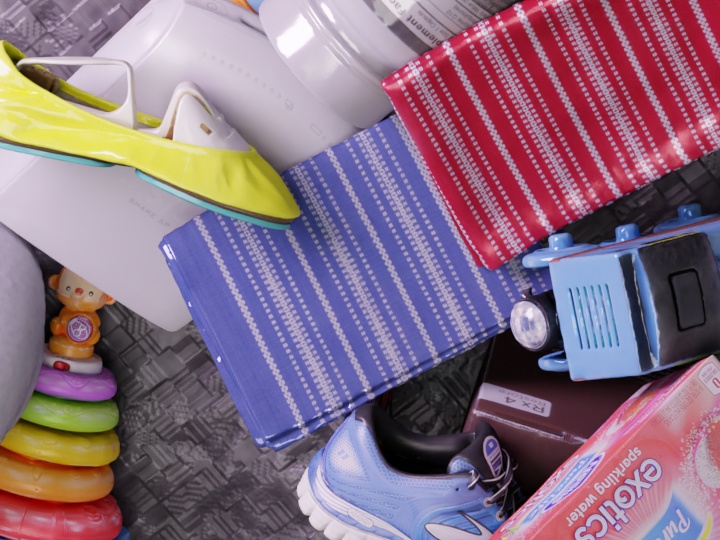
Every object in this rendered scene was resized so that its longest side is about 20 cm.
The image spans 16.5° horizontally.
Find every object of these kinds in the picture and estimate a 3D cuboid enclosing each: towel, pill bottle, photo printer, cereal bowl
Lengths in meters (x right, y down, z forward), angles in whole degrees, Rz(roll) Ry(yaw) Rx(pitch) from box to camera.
[{"bbox_3d":[0.000,0.000,1.435,0.200,0.024,0.145,-27,80,-6],"label":"towel"},{"bbox_3d":[0.045,-0.178,1.377,0.200,0.114,0.114,-41,99,19],"label":"pill bottle"},{"bbox_3d":[-0.105,-0.070,1.485,0.166,0.069,0.200,36,120,-27],"label":"photo printer"},{"bbox_3d":[0.128,-0.095,1.374,0.200,0.022,0.145,-27,123,4],"label":"towel"},{"bbox_3d":[-0.254,0.052,1.531,0.083,0.200,0.200,22,114,-32],"label":"cereal bowl"}]

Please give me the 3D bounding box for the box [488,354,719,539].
[{"bbox_3d":[0.139,0.152,1.323,0.200,0.095,0.103,-42,92,-21],"label":"box"}]

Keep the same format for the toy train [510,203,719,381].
[{"bbox_3d":[0.179,0.011,1.398,0.114,0.200,0.087,-4,96,52],"label":"toy train"}]

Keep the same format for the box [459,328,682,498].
[{"bbox_3d":[0.127,0.163,1.514,0.166,0.164,0.200,17,110,3],"label":"box"}]

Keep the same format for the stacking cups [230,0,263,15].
[{"bbox_3d":[-0.045,-0.174,1.484,0.200,0.061,0.061,-35,101,23],"label":"stacking cups"}]

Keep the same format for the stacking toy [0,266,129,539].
[{"bbox_3d":[-0.191,0.088,1.580,0.116,0.110,0.200,15,100,6],"label":"stacking toy"}]

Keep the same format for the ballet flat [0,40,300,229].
[{"bbox_3d":[-0.124,-0.080,1.396,0.200,0.067,0.067,17,102,-1],"label":"ballet flat"}]

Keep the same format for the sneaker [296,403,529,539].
[{"bbox_3d":[0.067,0.140,1.387,0.200,0.079,0.089,27,113,0],"label":"sneaker"}]

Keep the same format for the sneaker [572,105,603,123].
[{"bbox_3d":[0.146,-0.169,1.422,0.077,0.084,0.200,11,89,-8],"label":"sneaker"}]

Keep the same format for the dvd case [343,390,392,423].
[{"bbox_3d":[0.006,0.136,1.533,0.022,0.146,0.200,-1,110,5],"label":"dvd case"}]
